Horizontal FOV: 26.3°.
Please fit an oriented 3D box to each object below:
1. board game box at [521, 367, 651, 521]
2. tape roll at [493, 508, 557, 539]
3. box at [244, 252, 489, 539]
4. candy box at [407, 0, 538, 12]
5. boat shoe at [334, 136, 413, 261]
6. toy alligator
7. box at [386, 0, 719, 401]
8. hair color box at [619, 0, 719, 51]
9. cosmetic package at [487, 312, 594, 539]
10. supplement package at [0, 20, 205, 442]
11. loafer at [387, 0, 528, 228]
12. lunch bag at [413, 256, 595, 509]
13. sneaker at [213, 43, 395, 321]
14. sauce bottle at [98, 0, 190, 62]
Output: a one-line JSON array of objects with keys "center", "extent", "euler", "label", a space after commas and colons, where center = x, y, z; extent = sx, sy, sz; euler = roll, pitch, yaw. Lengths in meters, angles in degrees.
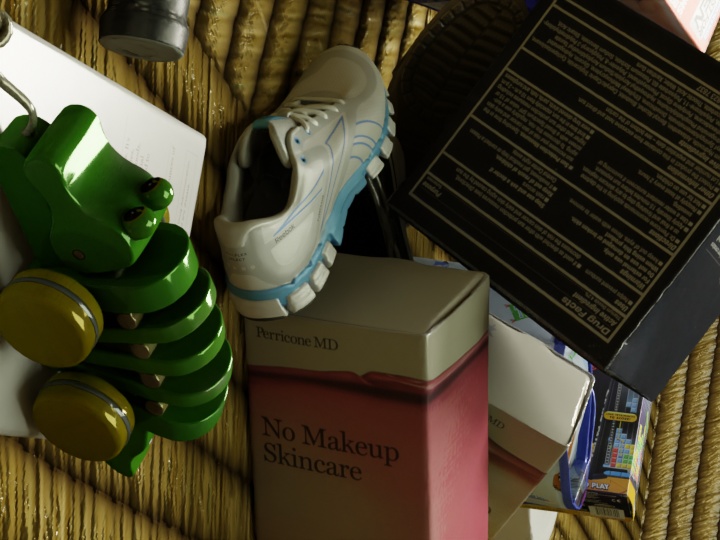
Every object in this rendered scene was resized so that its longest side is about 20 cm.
[{"center": [0.147, 0.120, 1.328], "extent": [0.057, 0.200, 0.165], "euler": [67, 32, -54], "label": "board game box"}, {"center": [0.167, 0.192, 1.625], "extent": [0.202, 0.071, 0.203], "euler": [6, 90, -73], "label": "tape roll"}, {"center": [0.007, 0.102, 0.991], "extent": [0.109, 0.128, 0.200], "euler": [-40, 133, -57], "label": "box"}, {"center": [0.092, -0.273, 1.127], "extent": [0.200, 0.077, 0.169], "euler": [7, 88, -49], "label": "candy box"}, {"center": [0.000, 0.000, 1.069], "extent": [0.071, 0.072, 0.200], "euler": [-31, 114, -59], "label": "boat shoe"}, {"center": [-0.071, -0.006, 0.446], "extent": [0.059, 0.054, 0.200], "euler": [-65, 155, -43], "label": "toy alligator"}, {"center": [0.163, -0.055, 1.023], "extent": [0.198, 0.200, 0.123], "euler": [-52, 150, 3], "label": "box"}, {"center": [0.161, -0.231, 1.070], "extent": [0.200, 0.111, 0.064], "euler": [40, 68, -42], "label": "hair color box"}, {"center": [0.070, 0.137, 1.111], "extent": [0.200, 0.103, 0.087], "euler": [-60, 179, 38], "label": "cosmetic package"}, {"center": [-0.149, -0.015, 0.487], "extent": [0.200, 0.120, 0.121], "euler": [29, 70, -71], "label": "supplement package"}, {"center": [0.050, -0.122, 1.100], "extent": [0.200, 0.076, 0.068], "euler": [-56, -167, 23], "label": "loafer"}, {"center": [0.094, 0.096, 1.209], "extent": [0.124, 0.170, 0.200], "euler": [-58, 147, -50], "label": "lunch bag"}, {"center": [-0.035, -0.072, 0.916], "extent": [0.087, 0.075, 0.200], "euler": [66, 33, -47], "label": "sneaker"}, {"center": [-0.088, -0.199, 0.722], "extent": [0.066, 0.066, 0.200], "euler": [29, 70, -71], "label": "sauce bottle"}]
